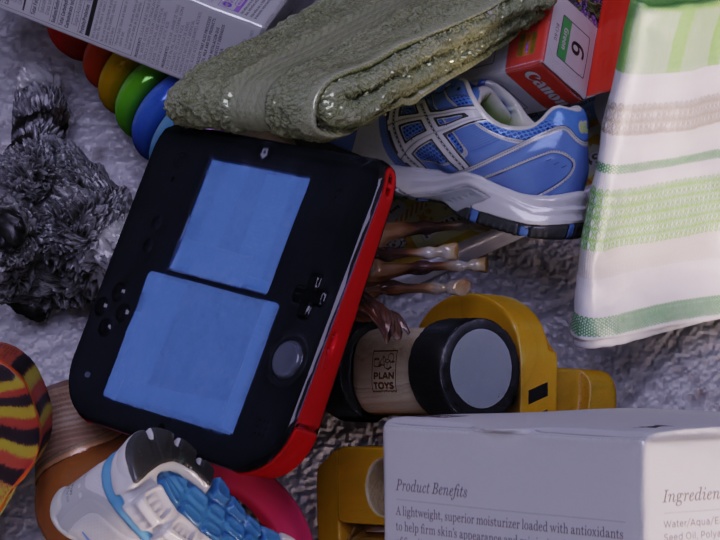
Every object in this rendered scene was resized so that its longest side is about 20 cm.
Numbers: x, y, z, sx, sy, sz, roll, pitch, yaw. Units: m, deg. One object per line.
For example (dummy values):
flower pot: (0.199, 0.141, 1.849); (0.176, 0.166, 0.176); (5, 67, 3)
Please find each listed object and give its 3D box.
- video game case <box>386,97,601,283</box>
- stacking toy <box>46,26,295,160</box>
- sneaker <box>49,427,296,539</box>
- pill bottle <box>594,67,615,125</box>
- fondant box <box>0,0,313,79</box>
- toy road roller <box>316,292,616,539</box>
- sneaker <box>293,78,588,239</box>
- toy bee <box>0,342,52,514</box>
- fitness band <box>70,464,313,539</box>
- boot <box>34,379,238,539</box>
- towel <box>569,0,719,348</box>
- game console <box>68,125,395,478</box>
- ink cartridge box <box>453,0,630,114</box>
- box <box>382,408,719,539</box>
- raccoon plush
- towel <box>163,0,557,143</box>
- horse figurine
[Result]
video game case: (0.071, -0.101, 1.566); (0.200, 0.023, 0.182); (-24, 64, -9)
stacking toy: (-0.125, -0.112, 1.556); (0.085, 0.085, 0.200); (-36, 63, -13)
sneaker: (-0.085, 0.165, 1.338); (0.087, 0.200, 0.075); (-25, 28, 30)
pill bottle: (0.223, -0.153, 1.521); (0.112, 0.112, 0.200); (28, 62, 16)
fondant box: (-0.134, -0.190, 1.553); (0.200, 0.058, 0.144); (23, 33, 5)
toy road roller: (0.065, 0.113, 1.405); (0.146, 0.123, 0.200); (4, 85, -37)
sneaker: (0.048, -0.077, 1.467); (0.200, 0.076, 0.077); (17, 102, 27)
toy bee: (-0.230, 0.140, 1.434); (0.109, 0.200, 0.131); (43, 34, -6)
fitness band: (-0.089, 0.197, 1.381); (0.144, 0.037, 0.200); (-6, 85, -18)
boot: (-0.085, 0.123, 1.442); (0.200, 0.074, 0.155); (-17, 64, 7)
towel: (0.188, -0.058, 1.421); (0.149, 0.200, 0.031); (-12, 29, -41)
game console: (-0.074, 0.013, 1.370); (0.200, 0.031, 0.177); (13, 85, 48)
ink cartridge box: (0.100, -0.150, 1.491); (0.200, 0.050, 0.109); (-11, 56, 39)
box: (0.145, 0.137, 1.261); (0.200, 0.199, 0.131); (0, 89, -36)
raccoon plush: (-0.148, -0.051, 1.515); (0.134, 0.097, 0.200); (-1, 64, 2)
towel: (-0.002, -0.125, 1.431); (0.148, 0.037, 0.200); (8, 32, 46)
horse figurine: (0.000, 0.000, 1.420); (0.132, 0.200, 0.050); (-5, 99, 11)
